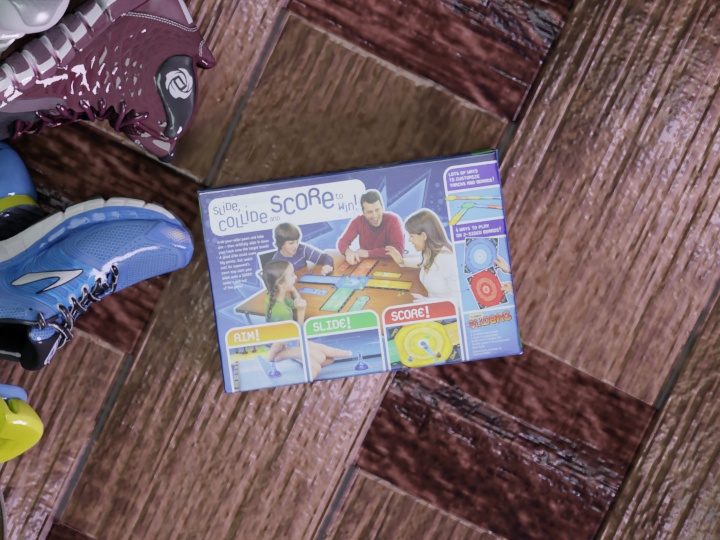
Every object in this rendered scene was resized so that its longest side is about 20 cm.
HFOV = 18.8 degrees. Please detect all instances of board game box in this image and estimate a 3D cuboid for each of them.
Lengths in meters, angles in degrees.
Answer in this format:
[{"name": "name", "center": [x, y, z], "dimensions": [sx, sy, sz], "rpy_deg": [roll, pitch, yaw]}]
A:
[{"name": "board game box", "center": [0.000, 0.000, 1.431], "dimensions": [0.198, 0.034, 0.137], "rpy_deg": [-7, 94, 0]}]

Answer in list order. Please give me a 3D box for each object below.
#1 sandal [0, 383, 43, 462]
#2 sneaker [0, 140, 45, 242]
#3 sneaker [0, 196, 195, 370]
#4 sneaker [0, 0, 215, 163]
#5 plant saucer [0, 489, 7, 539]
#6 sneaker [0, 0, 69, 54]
[{"name": "sandal", "center": [-0.303, 0.074, 1.392], "dimensions": [0.199, 0.079, 0.088], "rpy_deg": [8, 55, -35]}, {"name": "sneaker", "center": [-0.298, -0.013, 1.423], "dimensions": [0.199, 0.066, 0.079], "rpy_deg": [-36, 67, 8]}, {"name": "sneaker", "center": [-0.196, 0.020, 1.386], "dimensions": [0.199, 0.079, 0.090], "rpy_deg": [-20, 61, -13]}, {"name": "sneaker", "center": [-0.174, -0.101, 1.389], "dimensions": [0.200, 0.076, 0.116], "rpy_deg": [-38, 101, -13]}, {"name": "plant saucer", "center": [-0.324, 0.160, 1.394], "dimensions": [0.199, 0.032, 0.202], "rpy_deg": [16, 56, -24]}, {"name": "sneaker", "center": [-0.232, -0.161, 1.351], "dimensions": [0.070, 0.200, 0.081], "rpy_deg": [1, 103, -29]}]
